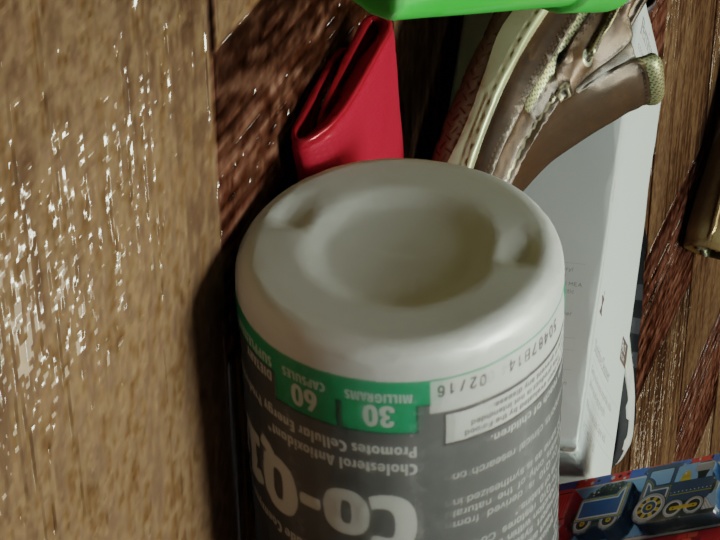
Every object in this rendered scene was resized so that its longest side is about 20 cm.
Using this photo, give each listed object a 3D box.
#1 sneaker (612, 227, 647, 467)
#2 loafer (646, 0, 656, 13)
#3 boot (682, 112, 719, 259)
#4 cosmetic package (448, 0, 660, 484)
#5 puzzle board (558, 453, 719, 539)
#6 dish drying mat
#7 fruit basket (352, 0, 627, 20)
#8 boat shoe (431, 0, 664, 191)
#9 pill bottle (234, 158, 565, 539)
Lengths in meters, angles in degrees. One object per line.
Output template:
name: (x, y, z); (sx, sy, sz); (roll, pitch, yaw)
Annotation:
sneaker: (0.127, 0.019, 1.162); (0.083, 0.072, 0.200); (-42, 142, -41)
loafer: (0.114, -0.137, 1.055); (0.200, 0.063, 0.072); (80, 28, -50)
boot: (0.299, -0.102, 1.675); (0.175, 0.066, 0.201); (16, 85, -61)
cosmetic package: (0.078, -0.013, 0.967); (0.113, 0.081, 0.201); (49, 50, -71)
puzzle board: (0.060, 0.141, 0.893); (0.017, 0.200, 0.151); (51, 44, -25)
dish drying mat: (0.000, 0.000, 0.864); (0.200, 0.018, 0.077); (84, 23, -46)
fruit basket: (0.030, -0.188, 0.650); (0.215, 0.155, 0.216); (-33, 135, -42)
boat shoe: (0.087, -0.084, 0.891); (0.075, 0.075, 0.203); (85, 28, -79)
pill bottle: (0.016, 0.070, 0.800); (0.113, 0.113, 0.200); (-59, 154, -47)
